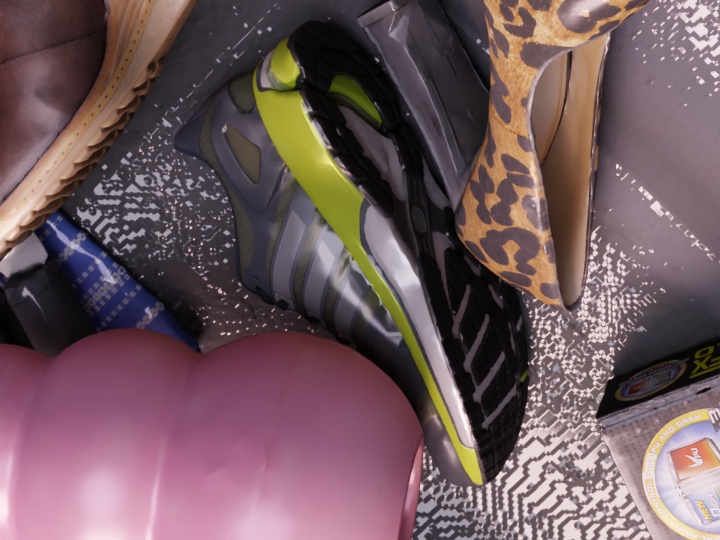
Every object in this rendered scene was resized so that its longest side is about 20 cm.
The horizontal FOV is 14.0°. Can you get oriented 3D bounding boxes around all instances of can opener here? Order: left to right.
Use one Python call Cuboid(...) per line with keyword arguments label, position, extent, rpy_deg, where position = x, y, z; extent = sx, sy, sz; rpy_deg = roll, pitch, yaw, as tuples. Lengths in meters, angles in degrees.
Cuboid(label="can opener", position=(-0.143, 0.024, 1.180), extent=(0.053, 0.067, 0.200), rpy_deg=(-25, 102, 18))

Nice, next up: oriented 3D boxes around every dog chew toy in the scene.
Cuboid(label="dog chew toy", position=(-0.079, 0.078, 1.124), extent=(0.200, 0.125, 0.125), rpy_deg=(9, 113, 7))

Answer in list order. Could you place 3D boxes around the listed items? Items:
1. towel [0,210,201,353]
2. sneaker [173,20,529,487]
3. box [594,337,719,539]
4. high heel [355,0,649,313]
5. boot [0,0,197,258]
Cuboid(label="towel", position=(-0.181, 0.016, 1.229), extent=(0.200, 0.024, 0.145), rpy_deg=(42, 113, -6))
Cuboid(label="sneaker", position=(0.000, 0.000, 1.166), extent=(0.081, 0.074, 0.200), rpy_deg=(-20, 104, 34))
Cuboid(label="box", position=(0.208, 0.109, 1.171), extent=(0.160, 0.044, 0.200), rpy_deg=(-21, 106, 19))
Cuboid(label="high heel", position=(0.091, -0.059, 1.080), extent=(0.200, 0.071, 0.143), rpy_deg=(-16, 107, 56))
Cuboid(label="boot", position=(-0.148, -0.122, 1.123), extent=(0.166, 0.072, 0.200), rpy_deg=(33, 92, 0))
